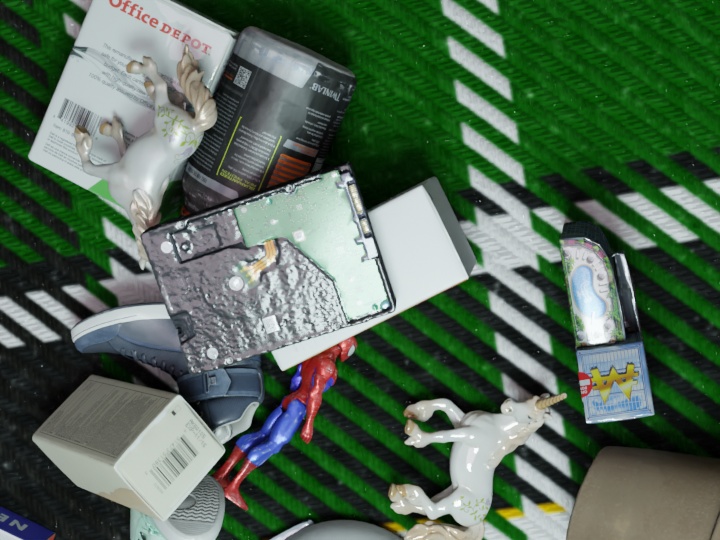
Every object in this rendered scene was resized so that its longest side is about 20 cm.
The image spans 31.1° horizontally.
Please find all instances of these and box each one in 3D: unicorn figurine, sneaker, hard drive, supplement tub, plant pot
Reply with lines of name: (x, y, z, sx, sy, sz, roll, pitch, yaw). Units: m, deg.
unicorn figurine: (0.107, 0.181, 1.270, 0.136, 0.074, 0.202, 10, 112, -5)
sneaker: (-0.191, 0.107, 1.290, 0.200, 0.077, 0.148, -6, 79, 9)
unicorn figurine: (-0.198, -0.099, 1.191, 0.138, 0.074, 0.200, 52, 127, 21)
hard drive: (-0.081, -0.001, 1.157, 0.198, 0.038, 0.141, -18, 101, 8)
supplement tub: (-0.094, -0.119, 1.238, 0.122, 0.123, 0.202, 26, 100, 5)
sneaker: (-0.181, 0.257, 1.278, 0.073, 0.200, 0.120, -2, 106, -21)
plant pot: (0.291, 0.244, 1.205, 0.173, 0.200, 0.202, 19, 100, 23)

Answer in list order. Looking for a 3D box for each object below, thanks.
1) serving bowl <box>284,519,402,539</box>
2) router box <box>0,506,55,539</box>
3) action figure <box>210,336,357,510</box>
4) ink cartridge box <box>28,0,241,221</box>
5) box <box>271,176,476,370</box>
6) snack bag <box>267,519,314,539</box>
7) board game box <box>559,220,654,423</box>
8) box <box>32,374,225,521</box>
serving bowl: (-0.018, 0.357, 1.300, 0.198, 0.066, 0.202, 1, 95, 5)
router box: (-0.450, 0.326, 1.388, 0.198, 0.049, 0.181, 24, 100, 5)
action figure: (-0.069, 0.144, 1.293, 0.052, 0.065, 0.201, 37, 88, -22)
ink cartridge box: (-0.214, -0.171, 1.269, 0.146, 0.083, 0.201, 28, 102, 5)
box: (0.000, 0.000, 1.238, 0.199, 0.124, 0.098, -27, 93, 12)
snack bag: (-0.092, 0.374, 1.353, 0.199, 0.021, 0.190, -30, 93, 8)
board game box: (0.225, 0.060, 1.171, 0.061, 0.200, 0.202, -9, 96, 11)
box: (-0.227, 0.166, 1.247, 0.095, 0.199, 0.078, -48, 116, -23)
